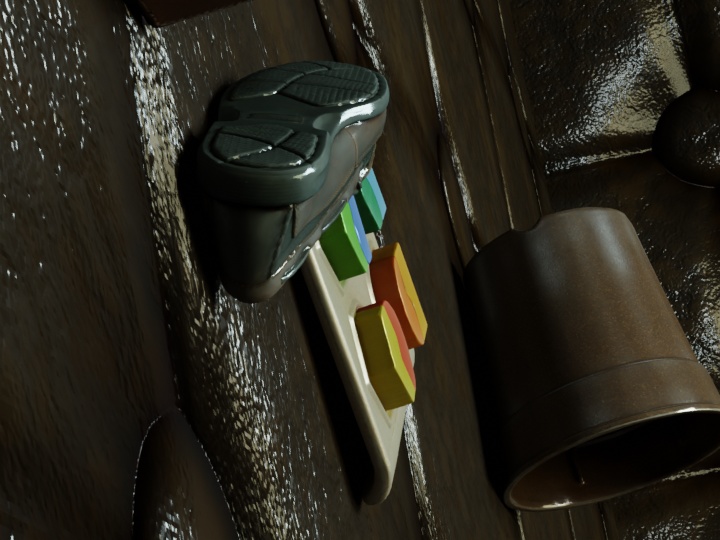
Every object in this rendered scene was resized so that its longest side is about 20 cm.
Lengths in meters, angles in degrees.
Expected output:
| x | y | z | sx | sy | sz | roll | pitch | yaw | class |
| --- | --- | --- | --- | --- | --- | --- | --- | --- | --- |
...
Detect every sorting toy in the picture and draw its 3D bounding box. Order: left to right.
| x | y | z | sx | sy | sz | roll | pitch | yaw | class |
| --- | --- | --- | --- | --- | --- | --- | --- | --- | --- |
| 0.000 | 0.000 | 1.096 | 0.185 | 0.036 | 0.201 | -74 | 150 | -72 | sorting toy |

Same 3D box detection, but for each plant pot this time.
| x | y | z | sx | sy | sz | roll | pitch | yaw | class |
| --- | --- | --- | --- | --- | --- | --- | --- | --- | --- |
| 0.181 | 0.069 | 1.686 | 0.200 | 0.199 | 0.199 | 55 | 15 | -67 | plant pot |

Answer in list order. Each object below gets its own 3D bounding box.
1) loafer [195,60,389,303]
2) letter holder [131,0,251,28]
| x | y | z | sx | sy | sz | roll | pitch | yaw | class |
| --- | --- | --- | --- | --- | --- | --- | --- | --- | --- |
| -0.033 | -0.045 | 0.912 | 0.200 | 0.071 | 0.063 | -57 | 153 | -68 | loafer |
| -0.047 | -0.190 | 0.741 | 0.200 | 0.141 | 0.101 | 56 | 23 | -67 | letter holder |
